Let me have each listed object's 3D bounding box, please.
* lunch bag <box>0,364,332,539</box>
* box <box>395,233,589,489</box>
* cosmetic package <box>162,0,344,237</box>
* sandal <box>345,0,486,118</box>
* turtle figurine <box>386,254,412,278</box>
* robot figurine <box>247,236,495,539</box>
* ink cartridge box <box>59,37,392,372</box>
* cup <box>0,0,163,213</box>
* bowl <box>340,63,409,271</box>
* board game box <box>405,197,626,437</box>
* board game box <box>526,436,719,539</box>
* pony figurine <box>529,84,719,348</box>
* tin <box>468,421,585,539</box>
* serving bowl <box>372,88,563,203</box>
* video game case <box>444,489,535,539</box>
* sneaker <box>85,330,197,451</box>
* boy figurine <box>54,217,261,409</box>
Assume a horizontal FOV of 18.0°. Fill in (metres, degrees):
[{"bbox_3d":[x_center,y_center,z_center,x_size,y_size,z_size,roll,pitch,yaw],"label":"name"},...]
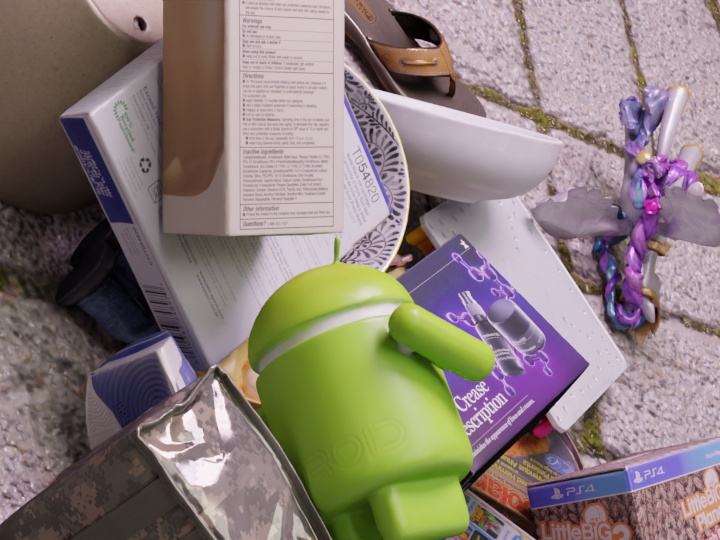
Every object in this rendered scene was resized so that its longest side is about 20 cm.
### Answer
[{"bbox_3d":[-0.104,0.190,1.397,0.200,0.164,0.118,54,37,-3],"label":"lunch bag"},{"bbox_3d":[0.055,0.075,1.603,0.141,0.079,0.200,43,34,8],"label":"box"},{"bbox_3d":[-0.069,-0.123,1.457,0.105,0.071,0.201,-1,93,-42],"label":"cosmetic package"},{"bbox_3d":[0.039,-0.191,1.911,0.200,0.054,0.082,50,38,-10],"label":"sandal"},{"bbox_3d":[0.000,0.000,1.726,0.200,0.064,0.162,-21,81,-52],"label":"turtle figurine"},{"bbox_3d":[-0.002,0.085,1.437,0.115,0.175,0.201,-4,65,-42],"label":"robot figurine"},{"bbox_3d":[-0.085,-0.069,1.522,0.200,0.040,0.200,-39,118,-34],"label":"ink cartridge box"},{"bbox_3d":[-0.198,-0.159,1.554,0.200,0.143,0.201,27,48,-33],"label":"cup"},{"bbox_3d":[-0.072,-0.059,1.641,0.200,0.094,0.202,8,74,-29],"label":"bowl"},{"bbox_3d":[0.129,0.025,1.848,0.201,0.026,0.200,57,25,1],"label":"board game box"},{"bbox_3d":[0.230,0.243,1.754,0.159,0.096,0.201,-10,86,-50],"label":"board game box"},{"bbox_3d":[0.248,-0.057,1.972,0.193,0.165,0.201,63,35,-57],"label":"pony figurine"},{"bbox_3d":[0.098,0.140,1.762,0.200,0.042,0.112,33,40,-30],"label":"tin"},{"bbox_3d":[0.056,-0.095,1.789,0.199,0.200,0.066,9,98,-44],"label":"serving bowl"},{"bbox_3d":[0.050,0.185,1.587,0.182,0.024,0.200,37,16,4],"label":"video game case"},{"bbox_3d":[-0.104,0.129,1.510,0.200,0.080,0.115,68,28,-13],"label":"sneaker"},{"bbox_3d":[-0.117,0.053,1.564,0.200,0.064,0.125,40,38,-18],"label":"boy figurine"}]
